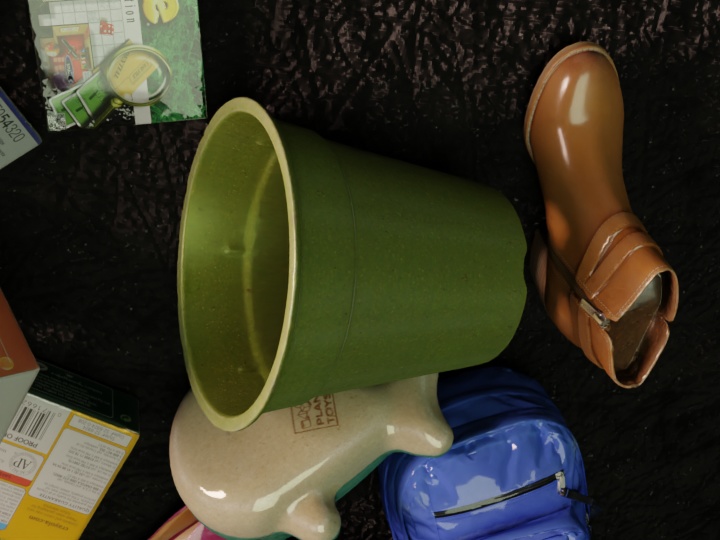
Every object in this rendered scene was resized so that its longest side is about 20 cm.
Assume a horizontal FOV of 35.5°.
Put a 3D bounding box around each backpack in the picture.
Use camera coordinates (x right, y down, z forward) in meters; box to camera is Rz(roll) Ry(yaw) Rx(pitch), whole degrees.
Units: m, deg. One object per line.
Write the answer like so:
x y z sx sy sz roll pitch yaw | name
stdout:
0.105 0.184 0.846 0.161 0.168 0.202 -17 114 -10 | backpack

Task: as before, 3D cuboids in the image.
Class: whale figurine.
-0.033 0.123 0.800 0.197 0.161 0.104 -15 147 2 | whale figurine

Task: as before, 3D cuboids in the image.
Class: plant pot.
0.000 0.000 0.730 0.188 0.200 0.202 3 117 -28 | plant pot

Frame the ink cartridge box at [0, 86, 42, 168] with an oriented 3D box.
-0.301 -0.075 0.620 0.199 0.043 0.197 -35 159 -8 | ink cartridge box

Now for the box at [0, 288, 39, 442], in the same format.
-0.309 0.053 0.643 0.199 0.125 0.098 -12 150 -45 | box

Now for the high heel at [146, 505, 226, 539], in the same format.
-0.175 0.228 0.851 0.198 0.068 0.097 -18 129 -10 | high heel

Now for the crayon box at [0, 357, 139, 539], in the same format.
-0.259 0.159 0.811 0.125 0.052 0.201 25 108 -23 | crayon box

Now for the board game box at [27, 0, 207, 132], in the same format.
-0.151 -0.185 0.678 0.103 0.024 0.202 -8 118 -12 | board game box

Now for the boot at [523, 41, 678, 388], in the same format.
0.166 -0.037 0.750 0.073 0.155 0.202 -7 118 -9 | boot
